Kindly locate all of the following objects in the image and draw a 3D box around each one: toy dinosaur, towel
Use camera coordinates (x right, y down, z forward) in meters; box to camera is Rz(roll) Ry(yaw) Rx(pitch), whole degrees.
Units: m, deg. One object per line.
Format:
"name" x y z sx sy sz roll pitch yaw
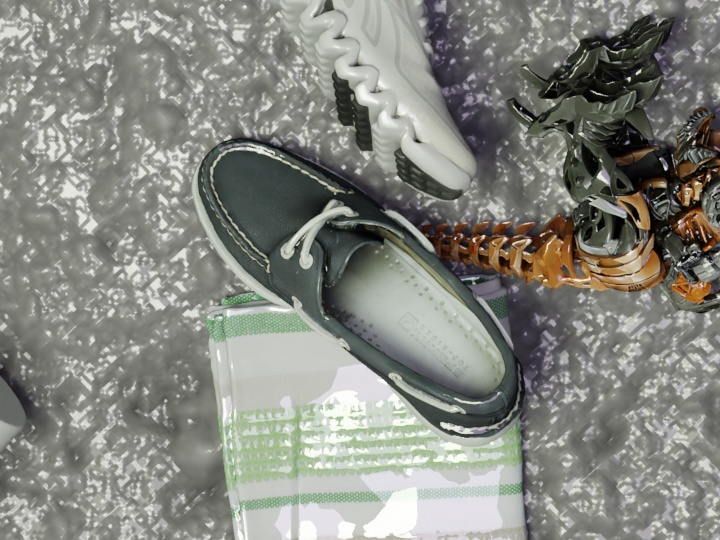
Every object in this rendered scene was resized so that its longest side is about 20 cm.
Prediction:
"toy dinosaur" 0.128 -0.034 1.135 0.200 0.102 0.136 -20 112 -5
"towel" 0.006 0.107 1.186 0.149 0.031 0.200 -5 97 4

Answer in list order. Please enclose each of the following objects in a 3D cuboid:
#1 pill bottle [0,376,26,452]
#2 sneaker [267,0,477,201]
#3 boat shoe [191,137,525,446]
"pill bottle" -0.255 0.118 1.161 0.104 0.104 0.200 44 97 -4
"sneaker" 0.003 -0.125 1.125 0.081 0.075 0.200 -31 81 -9
"boat shoe" 0.000 0.000 1.133 0.200 0.060 0.076 37 77 12
